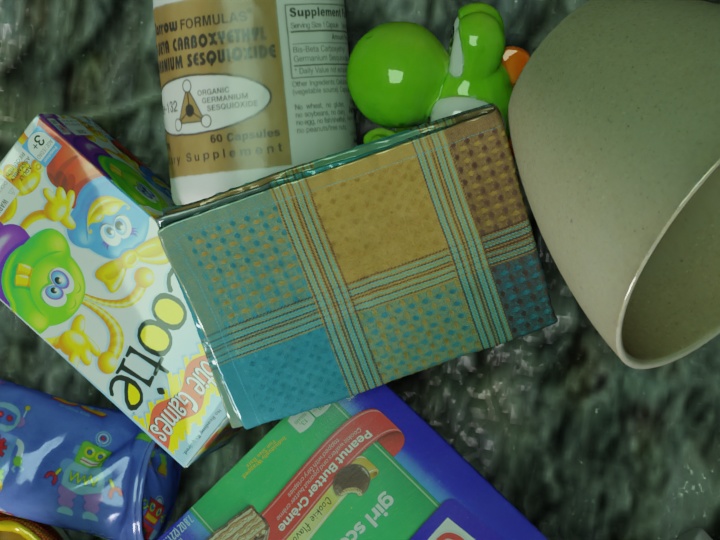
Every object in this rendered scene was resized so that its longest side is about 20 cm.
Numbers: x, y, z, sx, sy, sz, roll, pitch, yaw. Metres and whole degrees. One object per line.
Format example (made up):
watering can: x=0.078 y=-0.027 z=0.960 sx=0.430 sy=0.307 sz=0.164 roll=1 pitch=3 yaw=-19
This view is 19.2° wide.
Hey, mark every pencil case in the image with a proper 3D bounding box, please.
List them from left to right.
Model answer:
pencil case: x=-0.208 y=0.109 z=1.321 sx=0.198 sy=0.078 sz=0.088 roll=15 pitch=88 yaw=10

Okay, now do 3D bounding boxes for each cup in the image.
cup: x=0.163 y=-0.070 z=1.154 sx=0.143 sy=0.200 sz=0.201 roll=45 pitch=101 yaw=26

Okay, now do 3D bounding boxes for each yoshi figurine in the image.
yoshi figurine: x=0.028 y=-0.061 z=1.233 sx=0.112 sy=0.111 sz=0.202 roll=36 pitch=123 yaw=47

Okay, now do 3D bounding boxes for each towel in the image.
towel: x=0.000 y=0.000 z=1.191 sx=0.198 sy=0.022 sz=0.148 roll=-19 pitch=118 yaw=-2

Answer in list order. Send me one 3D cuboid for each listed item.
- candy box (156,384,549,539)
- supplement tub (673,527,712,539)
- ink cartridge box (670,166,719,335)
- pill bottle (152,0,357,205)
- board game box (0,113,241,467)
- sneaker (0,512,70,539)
candy box: x=0.005 y=0.176 z=1.220 sx=0.169 sy=0.077 sz=0.200 roll=-43 pitch=55 yaw=-7
supplement tub: x=0.212 y=0.263 z=1.213 sx=0.140 sy=0.140 sz=0.200 roll=-41 pitch=85 yaw=11
ink cartridge box: x=0.234 y=-0.070 z=1.241 sx=0.099 sy=0.039 sz=0.201 roll=38 pitch=99 yaw=8
pill bottle: x=-0.064 y=-0.140 z=1.258 sx=0.113 sy=0.114 sz=0.202 roll=-5 pitch=92 yaw=12
board game box: x=-0.135 y=0.009 z=1.287 sx=0.200 sy=0.105 sz=0.103 roll=41 pitch=100 yaw=6
sneaker: x=-0.167 y=0.226 z=1.321 sx=0.199 sy=0.077 sz=0.073 roll=35 pitch=98 yaw=6
